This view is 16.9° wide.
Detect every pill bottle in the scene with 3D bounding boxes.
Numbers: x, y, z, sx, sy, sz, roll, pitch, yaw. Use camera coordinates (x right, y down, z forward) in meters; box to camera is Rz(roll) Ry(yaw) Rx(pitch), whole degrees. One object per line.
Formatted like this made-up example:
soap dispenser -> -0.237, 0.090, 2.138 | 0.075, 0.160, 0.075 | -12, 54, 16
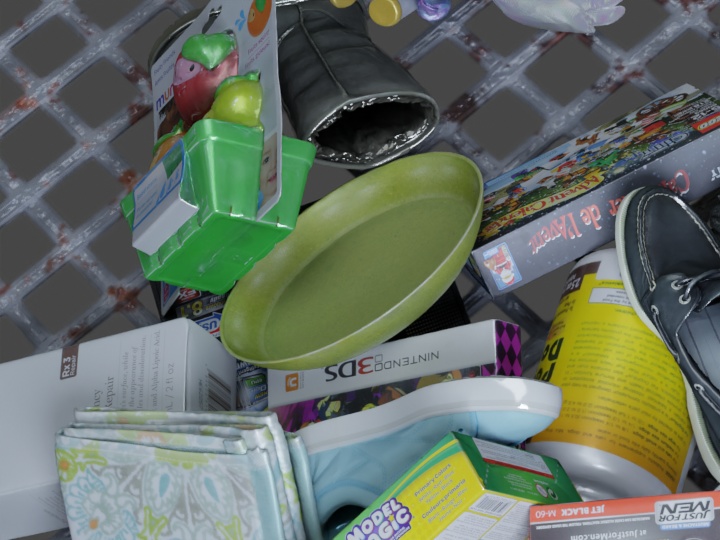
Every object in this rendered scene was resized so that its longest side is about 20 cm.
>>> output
pill bottle -> 0.157, 0.094, 1.516 | 0.109, 0.109, 0.200 | 10, 62, 20

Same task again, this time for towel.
towel -> -0.098, 0.179, 1.478 | 0.171, 0.200, 0.048 | 1, 18, 34

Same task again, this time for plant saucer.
plant saucer -> 0.000, 0.000, 1.561 | 0.200, 0.031, 0.200 | -28, 27, 16

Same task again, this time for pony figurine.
pony figurine -> 0.073, -0.235, 1.706 | 0.193, 0.167, 0.200 | 7, 26, 34

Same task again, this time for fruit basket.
fruit basket -> -0.104, -0.095, 1.609 | 0.094, 0.185, 0.200 | 6, 63, -31

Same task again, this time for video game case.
video game case -> 0.022, 0.143, 1.496 | 0.181, 0.036, 0.200 | -13, 70, 35

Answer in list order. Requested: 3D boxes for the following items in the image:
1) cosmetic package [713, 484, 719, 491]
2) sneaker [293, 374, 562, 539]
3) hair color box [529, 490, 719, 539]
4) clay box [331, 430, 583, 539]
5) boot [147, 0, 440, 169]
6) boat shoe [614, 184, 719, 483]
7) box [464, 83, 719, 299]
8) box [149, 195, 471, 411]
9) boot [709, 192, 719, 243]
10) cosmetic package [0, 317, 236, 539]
cosmetic package -> 0.319, 0.142, 1.481 | 0.200, 0.052, 0.151 | -43, 57, -13
sneaker -> 0.042, 0.117, 1.423 | 0.200, 0.074, 0.082 | -22, 68, 42
hair color box -> 0.165, 0.201, 1.393 | 0.111, 0.200, 0.064 | -6, 58, 10
clay box -> 0.024, 0.178, 1.388 | 0.200, 0.115, 0.048 | -43, 56, 20
boot -> -0.051, -0.125, 1.691 | 0.182, 0.073, 0.200 | -21, 39, 1
boat shoe -> 0.214, 0.032, 1.461 | 0.074, 0.066, 0.200 | -9, 73, -20
box -> 0.155, -0.056, 1.604 | 0.200, 0.038, 0.137 | -26, 15, -3
box -> -0.031, 0.034, 1.639 | 0.200, 0.044, 0.160 | -20, 56, 2
boot -> 0.339, -0.020, 1.530 | 0.158, 0.211, 0.080 | 9, 89, 48
cosmetic package -> -0.181, 0.107, 1.585 | 0.200, 0.074, 0.102 | -15, 58, 22
